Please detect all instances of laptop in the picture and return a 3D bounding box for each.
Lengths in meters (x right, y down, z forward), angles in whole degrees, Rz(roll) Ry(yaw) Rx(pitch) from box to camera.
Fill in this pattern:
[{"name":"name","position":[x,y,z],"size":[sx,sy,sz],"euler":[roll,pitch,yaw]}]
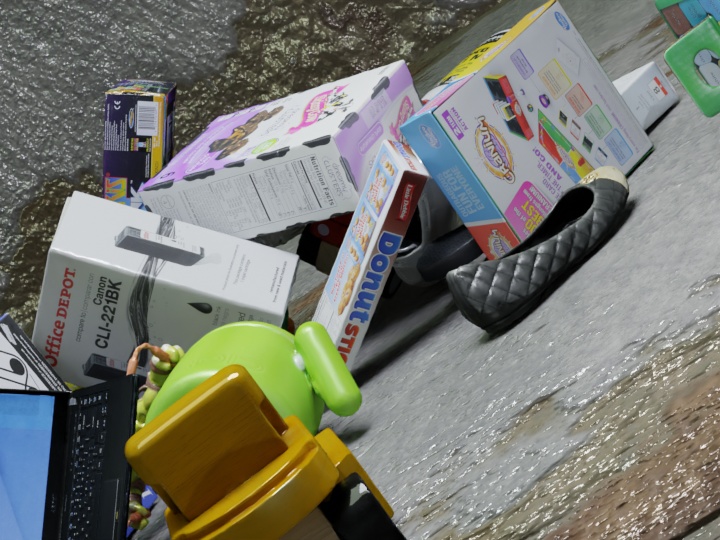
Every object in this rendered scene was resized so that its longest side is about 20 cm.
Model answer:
[{"name":"laptop","position":[-0.253,0.168,1.487],"size":[0.103,0.178,0.200],"euler":[9,-13,-27]}]

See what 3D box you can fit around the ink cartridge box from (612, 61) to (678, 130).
[{"name":"ink cartridge box","position":[0.173,-0.098,1.765],"size":[0.162,0.050,0.200],"euler":[-26,15,47]}]

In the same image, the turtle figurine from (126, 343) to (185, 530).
[{"name":"turtle figurine","position":[-0.156,0.131,1.576],"size":[0.064,0.200,0.161],"euler":[27,27,35]}]

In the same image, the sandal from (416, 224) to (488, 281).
[{"name":"sandal","position":[0.127,-0.034,1.647],"size":[0.200,0.043,0.076],"euler":[-30,9,-39]}]

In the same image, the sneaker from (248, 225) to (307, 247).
[{"name":"sneaker","position":[-0.096,-0.034,1.790],"size":[0.115,0.074,0.200],"euler":[-31,20,-8]}]

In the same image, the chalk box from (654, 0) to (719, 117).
[{"name":"chalk box","position":[0.319,-0.197,1.504],"size":[0.200,0.125,0.124],"euler":[-40,10,-20]}]

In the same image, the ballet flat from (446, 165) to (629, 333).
[{"name":"ballet flat","position":[0.139,-0.027,1.490],"size":[0.200,0.057,0.066],"euler":[-42,12,-37]}]

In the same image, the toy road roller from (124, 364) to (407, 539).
[{"name":"toy road roller","position":[-0.065,0.127,1.166],"size":[0.123,0.146,0.200],"euler":[-36,9,-5]}]

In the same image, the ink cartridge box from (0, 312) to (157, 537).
[{"name":"ink cartridge box","position":[-0.256,0.139,1.623],"size":[0.044,0.200,0.094],"euler":[-34,9,24]}]

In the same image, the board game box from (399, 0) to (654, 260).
[{"name":"board game box","position":[0.138,-0.107,1.604],"size":[0.040,0.153,0.200],"euler":[-24,14,48]}]

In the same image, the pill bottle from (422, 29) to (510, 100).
[{"name":"pill bottle","position":[0.143,-0.169,1.973],"size":[0.112,0.113,0.200],"euler":[-27,13,43]}]

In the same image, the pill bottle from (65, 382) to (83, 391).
[{"name":"pill bottle","position":[-0.222,0.138,1.784],"size":[0.112,0.113,0.200],"euler":[-34,10,7]}]

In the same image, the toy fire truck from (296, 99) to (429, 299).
[{"name":"toy fire truck","position":[0.046,-0.094,1.806],"size":[0.176,0.129,0.200],"euler":[-46,-24,-51]}]

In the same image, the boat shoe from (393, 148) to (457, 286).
[{"name":"boat shoe","position":[0.045,-0.037,1.669],"size":[0.068,0.072,0.200],"euler":[-38,-14,-24]}]

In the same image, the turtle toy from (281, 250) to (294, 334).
[{"name":"turtle toy","position":[-0.129,0.062,1.849],"size":[0.146,0.101,0.200],"euler":[-19,10,15]}]

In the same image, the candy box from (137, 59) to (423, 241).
[{"name":"candy box","position":[-0.061,-0.095,1.700],"size":[0.200,0.072,0.168],"euler":[-14,20,29]}]

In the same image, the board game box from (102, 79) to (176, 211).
[{"name":"board game box","position":[-0.200,-0.067,1.795],"size":[0.057,0.200,0.165],"euler":[2,8,-3]}]

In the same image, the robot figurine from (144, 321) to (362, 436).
[{"name":"robot figurine","position":[-0.090,0.106,1.457],"size":[0.175,0.116,0.200],"euler":[-38,8,16]}]

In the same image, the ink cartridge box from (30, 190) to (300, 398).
[{"name":"ink cartridge box","position":[-0.167,0.035,1.661],"size":[0.084,0.200,0.144],"euler":[-76,3,-50]}]

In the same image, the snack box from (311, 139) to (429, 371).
[{"name":"snack box","position":[0.000,0.000,1.571],"size":[0.072,0.024,0.200],"euler":[-118,46,-64]}]
